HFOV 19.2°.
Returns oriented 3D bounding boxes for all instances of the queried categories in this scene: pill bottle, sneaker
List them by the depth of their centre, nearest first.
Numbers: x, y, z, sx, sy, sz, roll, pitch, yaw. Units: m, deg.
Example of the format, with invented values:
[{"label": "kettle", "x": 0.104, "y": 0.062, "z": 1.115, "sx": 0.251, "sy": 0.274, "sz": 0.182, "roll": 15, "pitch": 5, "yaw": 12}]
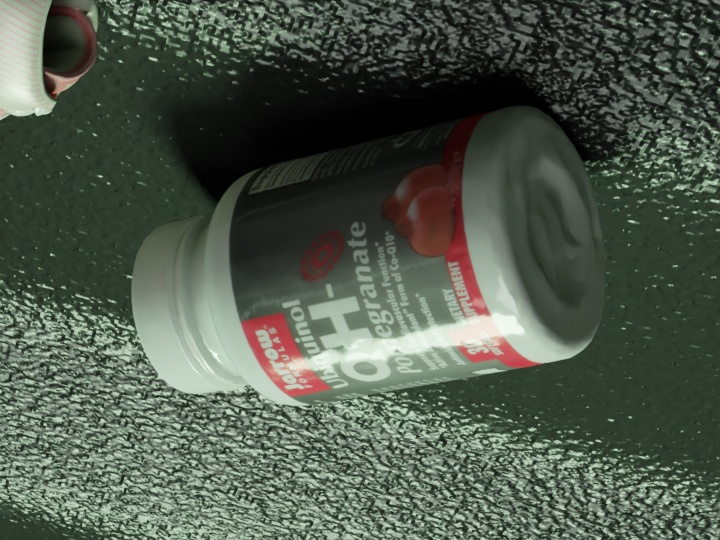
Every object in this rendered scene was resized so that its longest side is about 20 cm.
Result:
[{"label": "sneaker", "x": -0.172, "y": -0.079, "z": 0.915, "sx": 0.104, "sy": 0.076, "sz": 0.201, "roll": 20, "pitch": 141, "yaw": -4}, {"label": "pill bottle", "x": 0.000, "y": 0.000, "z": 0.948, "sx": 0.199, "sy": 0.111, "sz": 0.111, "roll": -12, "pitch": 139, "yaw": 30}]
